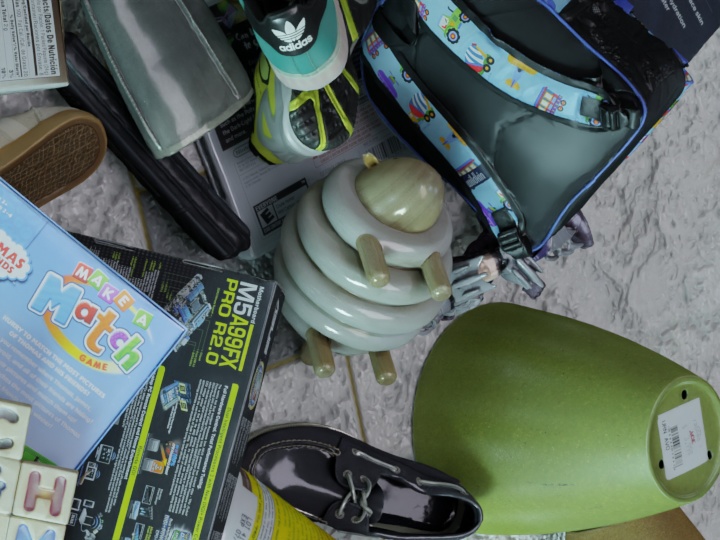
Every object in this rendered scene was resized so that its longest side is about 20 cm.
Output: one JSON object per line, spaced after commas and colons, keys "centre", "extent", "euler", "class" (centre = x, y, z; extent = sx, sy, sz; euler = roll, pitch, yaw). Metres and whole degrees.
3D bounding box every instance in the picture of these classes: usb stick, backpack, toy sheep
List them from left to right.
{"centre": [-0.145, -0.081, 1.096], "extent": [0.033, 0.055, 0.200], "euler": [-47, 119, -10], "class": "usb stick"}
{"centre": [0.000, 0.000, 1.150], "extent": [0.137, 0.200, 0.138], "euler": [22, 37, -18], "class": "toy sheep"}
{"centre": [0.107, -0.140, 1.171], "extent": [0.200, 0.183, 0.134], "euler": [43, 43, 7], "class": "backpack"}

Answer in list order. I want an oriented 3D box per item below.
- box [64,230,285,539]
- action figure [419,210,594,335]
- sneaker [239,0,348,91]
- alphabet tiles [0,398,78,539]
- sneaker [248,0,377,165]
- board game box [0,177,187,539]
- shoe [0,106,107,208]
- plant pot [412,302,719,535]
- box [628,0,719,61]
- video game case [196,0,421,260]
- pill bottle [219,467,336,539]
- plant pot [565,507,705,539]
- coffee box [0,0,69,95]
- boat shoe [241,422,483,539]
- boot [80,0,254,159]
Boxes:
{"centre": [-0.149, 0.087, 1.040], "extent": [0.159, 0.044, 0.202], "euler": [13, 80, 6], "class": "box"}
{"centre": [0.095, -0.002, 1.255], "extent": [0.200, 0.130, 0.070], "euler": [-38, 112, -44], "class": "action figure"}
{"centre": [-0.057, -0.218, 1.075], "extent": [0.080, 0.071, 0.201], "euler": [62, 8, -62], "class": "sneaker"}
{"centre": [-0.258, 0.163, 0.959], "extent": [0.165, 0.006, 0.202], "euler": [12, 102, -7], "class": "alphabet tiles"}
{"centre": [-0.041, -0.164, 1.146], "extent": [0.075, 0.076, 0.201], "euler": [33, 53, -31], "class": "sneaker"}
{"centre": [-0.223, 0.066, 0.983], "extent": [0.151, 0.037, 0.200], "euler": [40, 84, -12], "class": "board game box"}
{"centre": [-0.249, -0.046, 1.019], "extent": [0.199, 0.053, 0.070], "euler": [-33, 139, -30], "class": "shoe"}
{"centre": [0.174, 0.122, 1.268], "extent": [0.186, 0.199, 0.189], "euler": [-1, 92, -39], "class": "plant pot"}
{"centre": [0.173, -0.231, 1.313], "extent": [0.200, 0.117, 0.197], "euler": [-47, 118, -28], "class": "box"}
{"centre": [-0.041, -0.132, 1.202], "extent": [0.199, 0.023, 0.183], "euler": [-31, 110, -34], "class": "video game case"}
{"centre": [-0.064, 0.217, 1.132], "extent": [0.200, 0.109, 0.110], "euler": [42, 66, -31], "class": "pill bottle"}
{"centre": [0.246, 0.293, 1.361], "extent": [0.186, 0.186, 0.201], "euler": [-17, 88, -38], "class": "plant pot"}
{"centre": [-0.282, -0.133, 0.945], "extent": [0.199, 0.113, 0.081], "euler": [-12, 98, -39], "class": "coffee box"}
{"centre": [0.002, 0.158, 1.204], "extent": [0.199, 0.063, 0.073], "euler": [18, 83, -28], "class": "boat shoe"}
{"centre": [-0.126, -0.197, 1.071], "extent": [0.200, 0.072, 0.182], "euler": [52, 55, -12], "class": "boot"}
